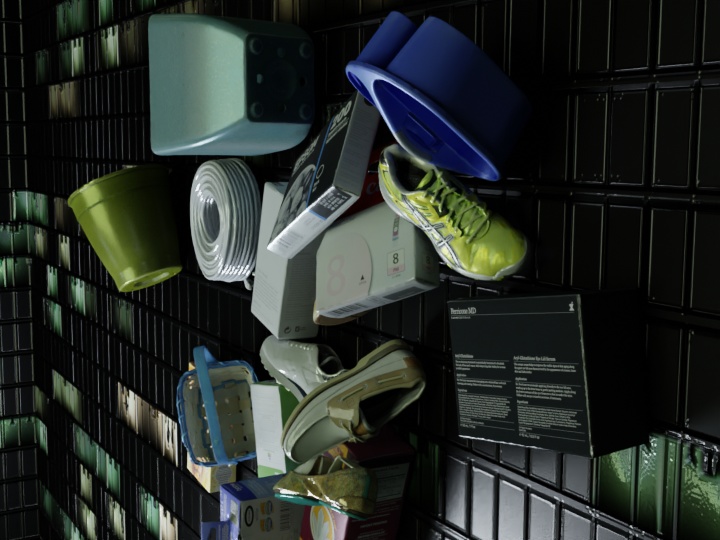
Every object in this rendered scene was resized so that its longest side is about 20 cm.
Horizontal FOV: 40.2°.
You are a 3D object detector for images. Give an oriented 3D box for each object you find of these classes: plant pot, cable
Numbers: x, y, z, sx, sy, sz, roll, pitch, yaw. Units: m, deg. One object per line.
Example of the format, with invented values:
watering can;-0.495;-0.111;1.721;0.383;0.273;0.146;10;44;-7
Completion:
plant pot;-0.166;-0.261;1.384;0.199;0.194;0.200;9;101;50
plant pot;-0.429;-0.071;1.870;0.200;0.198;0.196;-29;80;57
cable;-0.223;-0.082;1.608;0.199;0.068;0.204;29;118;55

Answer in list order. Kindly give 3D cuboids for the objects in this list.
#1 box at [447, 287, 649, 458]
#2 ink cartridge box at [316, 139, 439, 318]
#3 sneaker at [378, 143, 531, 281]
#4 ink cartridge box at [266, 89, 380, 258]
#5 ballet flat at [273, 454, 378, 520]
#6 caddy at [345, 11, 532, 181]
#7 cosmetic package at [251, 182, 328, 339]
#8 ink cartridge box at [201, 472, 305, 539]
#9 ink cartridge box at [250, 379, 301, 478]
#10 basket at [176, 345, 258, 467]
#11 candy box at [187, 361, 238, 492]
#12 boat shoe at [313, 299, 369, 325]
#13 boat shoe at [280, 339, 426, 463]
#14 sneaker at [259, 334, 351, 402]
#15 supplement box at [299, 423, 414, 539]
box;0.173;0.092;0.940;0.199;0.078;0.144;-5;92;60
ink cartridge box;0.016;-0.059;1.143;0.161;0.057;0.204;-20;67;42
sneaker;0.088;-0.059;1.015;0.199;0.077;0.076;35;81;26
ink cartridge box;-0.038;-0.139;1.223;0.198;0.043;0.202;-38;31;55
ballet flat;-0.040;0.254;1.179;0.199;0.070;0.072;-10;84;59
caddy;0.074;-0.162;0.972;0.106;0.199;0.141;-57;36;-4
cosmetic package;-0.098;-0.016;1.400;0.101;0.073;0.203;37;122;52
ink cartridge box;-0.118;0.357;1.349;0.076;0.197;0.139;14;105;58
ink cartridge box;-0.111;0.266;1.463;0.103;0.058;0.204;-7;87;60
basket;-0.218;0.218;1.537;0.200;0.137;0.179;66;-169;-75
candy box;-0.260;0.270;1.724;0.115;0.055;0.204;23;112;57
boat shoe;0.000;0.000;1.240;0.200;0.073;0.067;-44;51;40
boat shoe;-0.009;0.167;1.173;0.199;0.075;0.069;-40;43;2
sneaker;-0.071;0.132;1.382;0.199;0.076;0.082;35;115;45
supplement box;-0.008;0.293;1.265;0.110;0.084;0.203;40;126;51
